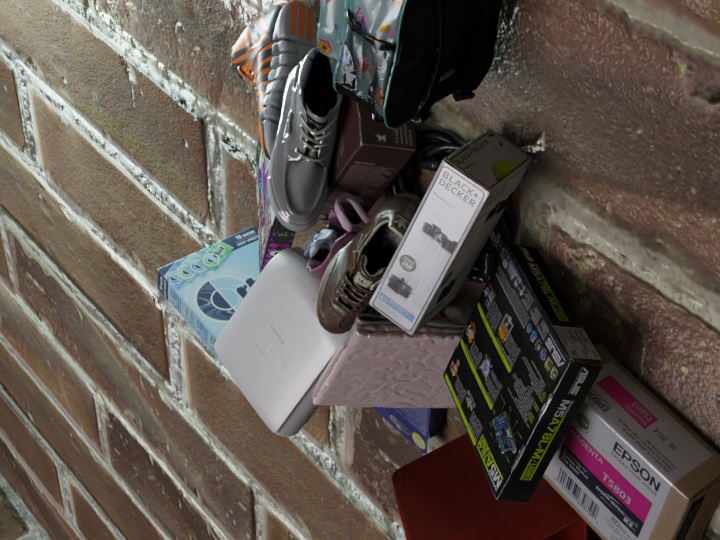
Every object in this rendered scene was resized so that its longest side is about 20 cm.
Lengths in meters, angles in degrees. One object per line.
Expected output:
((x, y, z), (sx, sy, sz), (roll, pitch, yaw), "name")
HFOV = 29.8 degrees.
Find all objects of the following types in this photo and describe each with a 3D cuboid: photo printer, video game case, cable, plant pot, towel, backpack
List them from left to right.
((-0.103, -0.124, 1.730), (0.182, 0.035, 0.202), (112, 157, -54), "video game case")
((-0.085, 0.084, 1.697), (0.167, 0.069, 0.200), (52, 124, 23), "photo printer")
((0.059, 0.113, 1.606), (0.191, 0.198, 0.032), (118, 150, -53), "towel")
((0.054, -0.267, 1.316), (0.153, 0.175, 0.201), (44, 142, 24), "backpack")
((0.093, -0.078, 1.530), (0.200, 0.051, 0.164), (40, 143, 38), "cable")
((0.139, 0.306, 1.598), (0.177, 0.198, 0.201), (58, 169, 34), "plant pot")

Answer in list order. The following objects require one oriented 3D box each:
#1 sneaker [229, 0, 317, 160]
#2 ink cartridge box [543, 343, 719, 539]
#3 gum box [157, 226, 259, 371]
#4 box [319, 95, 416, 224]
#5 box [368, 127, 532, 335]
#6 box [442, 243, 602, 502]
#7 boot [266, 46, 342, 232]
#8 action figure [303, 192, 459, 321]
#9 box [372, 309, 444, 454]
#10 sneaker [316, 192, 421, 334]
((-0.108, -0.222, 1.651), (0.112, 0.077, 0.202), (-8, 70, 49), "sneaker")
((0.279, 0.205, 1.429), (0.200, 0.075, 0.166), (45, 147, 32), "ink cartridge box")
((-0.166, 0.041, 1.926), (0.200, 0.169, 0.045), (45, 146, 30), "gum box")
((-0.004, -0.142, 1.582), (0.200, 0.074, 0.101), (129, 141, -61), "box")
((0.094, -0.040, 1.425), (0.060, 0.117, 0.201), (35, 124, 13), "box")
((0.166, 0.106, 1.434), (0.201, 0.047, 0.194), (-113, 35, -50), "box")
((-0.061, -0.151, 1.526), (0.096, 0.073, 0.202), (134, 139, -71), "boot")
((0.034, -0.005, 1.616), (0.199, 0.134, 0.150), (24, 123, -7), "action figure")
((0.063, 0.134, 1.767), (0.121, 0.032, 0.201), (38, 140, 39), "box")
((0.000, 0.000, 1.499), (0.070, 0.076, 0.201), (33, 119, 1), "sneaker")
